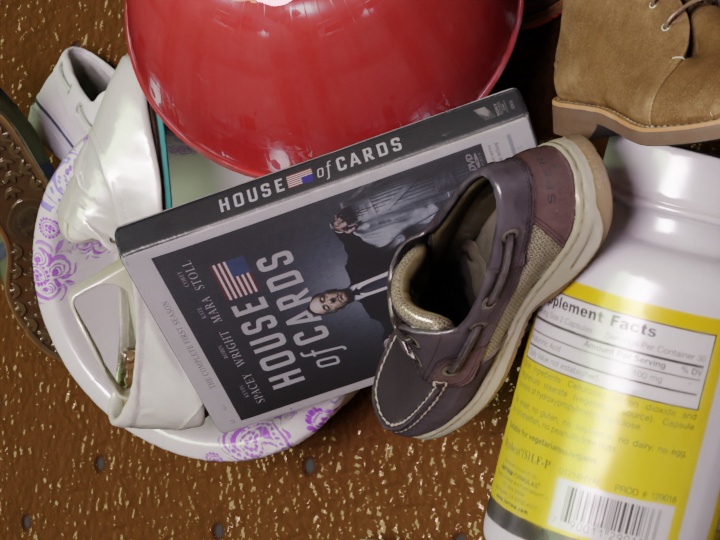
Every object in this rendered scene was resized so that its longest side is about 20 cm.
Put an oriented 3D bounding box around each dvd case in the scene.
[{"bbox_3d":[0.000,0.000,0.971,0.199,0.150,0.025,-19,48,4],"label":"dvd case"}]

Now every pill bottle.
[{"bbox_3d":[0.131,0.042,0.921,0.111,0.111,0.201,20,99,45],"label":"pill bottle"}]

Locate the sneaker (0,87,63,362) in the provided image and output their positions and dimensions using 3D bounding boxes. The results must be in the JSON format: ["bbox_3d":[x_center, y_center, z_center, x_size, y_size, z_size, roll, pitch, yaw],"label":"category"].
[{"bbox_3d":[-0.212,-0.042,1.267,0.067,0.201,0.090,-24,34,-1],"label":"sneaker"}]

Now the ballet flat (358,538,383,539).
[{"bbox_3d":[0.013,0.239,1.050,0.069,0.069,0.201,-34,63,38],"label":"ballet flat"}]

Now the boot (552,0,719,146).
[{"bbox_3d":[0.137,-0.092,0.838,0.200,0.073,0.076,15,111,64],"label":"boot"}]

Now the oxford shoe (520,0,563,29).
[{"bbox_3d":[0.113,-0.207,0.994,0.200,0.072,0.071,-54,51,26],"label":"oxford shoe"}]

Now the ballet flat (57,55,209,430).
[{"bbox_3d":[-0.120,-0.007,1.021,0.069,0.069,0.201,12,118,45],"label":"ballet flat"}]

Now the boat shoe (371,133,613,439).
[{"bbox_3d":[0.043,0.010,0.909,0.200,0.065,0.072,-54,44,48],"label":"boat shoe"}]

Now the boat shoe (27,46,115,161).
[{"bbox_3d":[-0.149,-0.085,1.244,0.200,0.073,0.067,33,111,43],"label":"boat shoe"}]

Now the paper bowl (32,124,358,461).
[{"bbox_3d":[-0.071,-0.004,1.104,0.200,0.104,0.201,8,110,22],"label":"paper bowl"}]

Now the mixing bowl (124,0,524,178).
[{"bbox_3d":[-0.027,-0.151,0.934,0.199,0.108,0.201,-3,72,8],"label":"mixing bowl"}]
